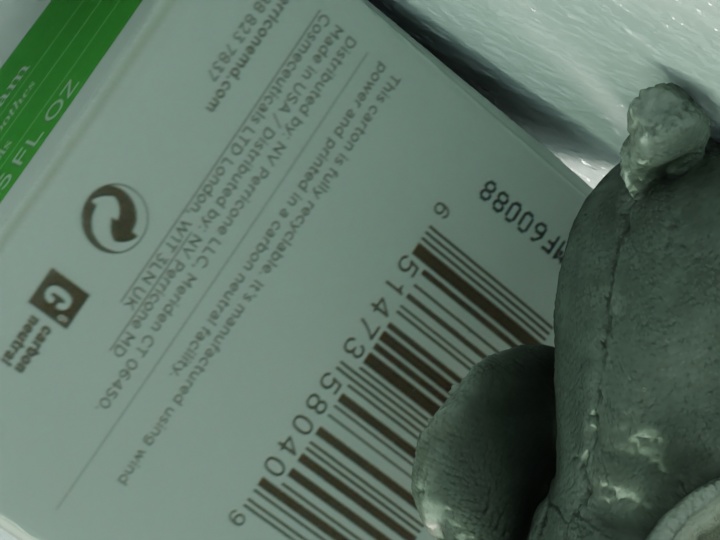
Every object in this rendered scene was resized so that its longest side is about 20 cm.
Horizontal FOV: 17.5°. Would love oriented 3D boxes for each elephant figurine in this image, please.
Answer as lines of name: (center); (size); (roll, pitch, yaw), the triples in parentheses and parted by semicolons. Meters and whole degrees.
elephant figurine: (0.089, 0.074, 0.688); (0.155, 0.201, 0.141); (30, 174, -5)

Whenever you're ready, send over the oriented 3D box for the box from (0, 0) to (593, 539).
box: (-0.057, 0.007, 0.787); (0.200, 0.200, 0.171); (38, 171, -25)
